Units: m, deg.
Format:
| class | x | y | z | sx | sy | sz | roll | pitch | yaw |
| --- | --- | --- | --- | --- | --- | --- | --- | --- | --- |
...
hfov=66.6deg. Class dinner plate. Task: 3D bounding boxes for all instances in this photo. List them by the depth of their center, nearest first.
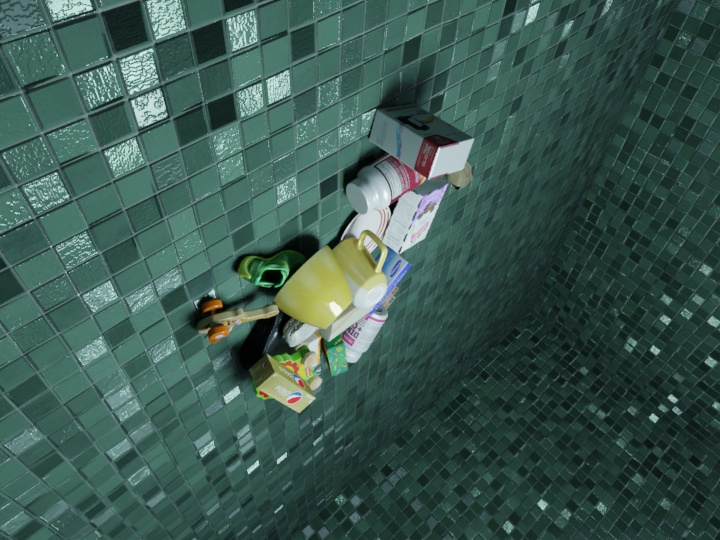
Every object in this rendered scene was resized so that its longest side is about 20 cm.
| class | x | y | z | sx | sy | sz | roll | pitch | yaw |
| --- | --- | --- | --- | --- | --- | --- | --- | --- | --- |
| dinner plate | 0.007 | -0.106 | 1.531 | 0.199 | 0.024 | 0.202 | -38 | 151 | -25 |

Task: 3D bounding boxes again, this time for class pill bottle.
| class | x | y | z | sx | sy | sz | roll | pitch | yaw |
| --- | --- | --- | --- | --- | --- | --- | --- | --- | --- |
| pill bottle | 0.063 | -0.224 | 1.365 | 0.199 | 0.113 | 0.114 | -35 | 150 | -25 |
| pill bottle | -0.003 | 0.196 | 1.803 | 0.113 | 0.113 | 0.202 | -2 | 127 | -56 |

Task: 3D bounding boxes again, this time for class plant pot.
| class | x | y | z | sx | sy | sz | roll | pitch | yaw |
| --- | --- | --- | --- | --- | --- | --- | --- | --- | --- |
| plant pot | -0.102 | 0.061 | 1.367 | 0.200 | 0.142 | 0.200 | -45 | 177 | -3 |

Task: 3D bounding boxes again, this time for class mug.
| class | x | y | z | sx | sy | sz | roll | pitch | yaw |
| --- | --- | --- | --- | --- | --- | --- | --- | --- | --- |
| mug | -0.007 | 0.007 | 1.461 | 0.148 | 0.153 | 0.188 | -31 | 150 | -23 |

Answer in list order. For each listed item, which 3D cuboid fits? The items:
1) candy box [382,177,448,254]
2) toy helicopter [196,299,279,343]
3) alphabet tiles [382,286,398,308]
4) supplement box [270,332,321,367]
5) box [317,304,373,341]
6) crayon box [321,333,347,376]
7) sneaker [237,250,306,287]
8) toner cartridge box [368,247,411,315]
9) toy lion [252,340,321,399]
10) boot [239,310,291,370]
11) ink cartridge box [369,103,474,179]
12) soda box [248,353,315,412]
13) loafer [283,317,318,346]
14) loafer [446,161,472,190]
| class | x | y | z | sx | sy | sz | roll | pitch | yaw |
| --- | --- | --- | --- | --- | --- | --- | --- | --- | --- |
| candy box | 0.161 | -0.169 | 1.608 | 0.167 | 0.071 | 0.202 | -32 | 150 | -49 |
| toy helicopter | -0.287 | 0.117 | 1.290 | 0.197 | 0.080 | 0.132 | -11 | 161 | -32 |
| alphabet tiles | 0.056 | 0.127 | 1.927 | 0.201 | 0.008 | 0.167 | -52 | 153 | 2 |
| supplement box | -0.213 | 0.258 | 1.599 | 0.198 | 0.073 | 0.128 | -29 | 144 | -35 |
| box | -0.050 | 0.107 | 1.587 | 0.199 | 0.094 | 0.079 | -34 | 151 | -40 |
| crayon box | -0.088 | 0.228 | 1.688 | 0.057 | 0.120 | 0.201 | -18 | 147 | -10 |
| sneaker | -0.198 | 0.005 | 1.289 | 0.198 | 0.083 | 0.075 | -13 | 136 | -52 |
| toner cartridge box | 0.059 | 0.030 | 1.707 | 0.201 | 0.095 | 0.043 | -51 | 153 | 2 |
| toy lion | -0.207 | 0.295 | 1.519 | 0.190 | 0.069 | 0.202 | -31 | 143 | -22 |
| boot | -0.224 | 0.183 | 1.492 | 0.162 | 0.073 | 0.201 | 11 | 112 | -59 |
| ink cartridge box | 0.140 | -0.307 | 1.281 | 0.144 | 0.199 | 0.084 | -23 | 142 | -41 |
| soda box | -0.201 | 0.297 | 1.429 | 0.064 | 0.068 | 0.200 | -40 | 138 | 3 |
| loafer | -0.128 | 0.125 | 1.464 | 0.199 | 0.069 | 0.071 | -38 | 147 | -30 |
| loafer | 0.298 | -0.297 | 1.676 | 0.068 | 0.076 | 0.200 | -56 | 153 | 2 |
